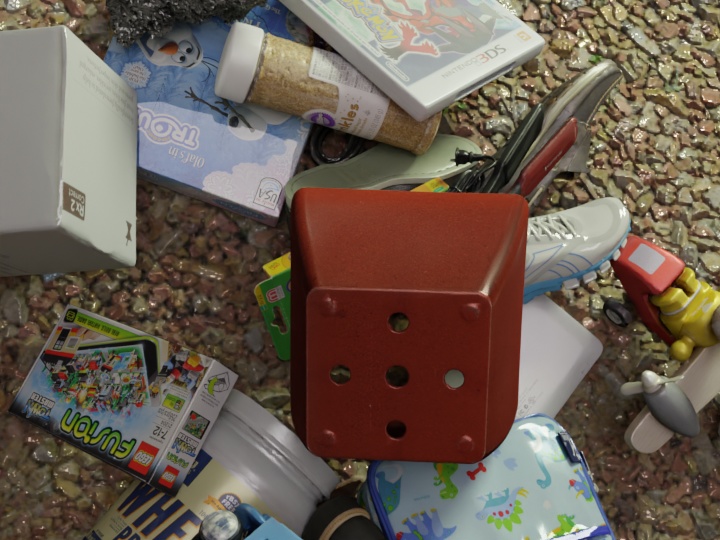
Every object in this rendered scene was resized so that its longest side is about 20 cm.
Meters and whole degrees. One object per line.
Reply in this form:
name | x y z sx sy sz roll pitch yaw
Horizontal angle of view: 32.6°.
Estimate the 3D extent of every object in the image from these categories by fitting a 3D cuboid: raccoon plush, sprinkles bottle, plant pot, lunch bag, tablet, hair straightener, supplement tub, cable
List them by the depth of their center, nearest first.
plant pot | 0.032 0.053 0.976 0.200 0.176 0.200 2 106 5
supplement tub | -0.127 0.213 1.022 0.145 0.145 0.200 41 76 0
raccoon plush | -0.143 -0.256 1.046 0.134 0.200 0.097 -27 97 -27
lunch bag | 0.109 0.219 1.050 0.200 0.083 0.161 -9 61 -18
hair straightener | 0.108 -0.074 1.093 0.077 0.041 0.200 32 73 25
sprinkles bottle | -0.027 -0.162 1.103 0.200 0.068 0.068 15 78 -12
tablet | 0.123 0.107 1.149 0.130 0.014 0.200 39 76 0
cable | 0.023 -0.180 1.166 0.200 0.050 0.097 -36 85 -15

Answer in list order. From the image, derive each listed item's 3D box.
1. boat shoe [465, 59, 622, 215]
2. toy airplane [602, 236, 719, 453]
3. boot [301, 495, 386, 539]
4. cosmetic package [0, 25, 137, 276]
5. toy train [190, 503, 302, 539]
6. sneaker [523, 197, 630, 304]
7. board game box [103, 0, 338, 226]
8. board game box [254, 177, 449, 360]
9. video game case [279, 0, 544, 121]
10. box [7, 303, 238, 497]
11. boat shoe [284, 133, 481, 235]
boat shoe | 0.182 -0.116 1.176 0.073 0.074 0.200 45 85 -8
toy airplane | 0.329 0.066 1.123 0.199 0.141 0.200 1 79 -9
boot | -0.002 0.302 0.990 0.077 0.138 0.200 -14 125 -36
cosmetic package | -0.304 -0.089 1.014 0.200 0.165 0.165 -4 79 9
toy train | -0.068 0.261 0.908 0.087 0.200 0.114 -35 44 -27
sneaker | 0.153 -0.021 1.116 0.200 0.087 0.075 -28 41 -4
board game box | -0.138 -0.168 1.142 0.200 0.043 0.199 19 78 -5
board game box | 0.000 0.000 1.114 0.200 0.030 0.096 -29 130 -15
video game case | 0.044 -0.235 1.131 0.200 0.023 0.182 43 50 17
box | -0.200 0.103 1.021 0.035 0.200 0.110 41 70 -46
boat shoe | 0.021 -0.074 1.143 0.201 0.061 0.072 -18 41 -23
